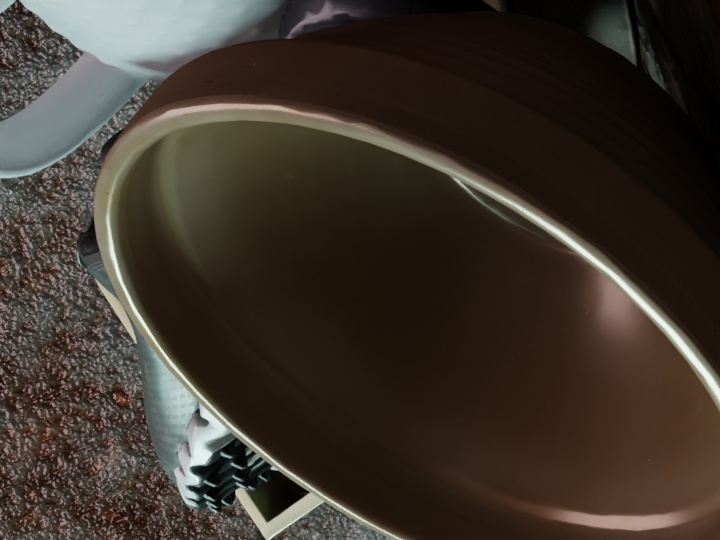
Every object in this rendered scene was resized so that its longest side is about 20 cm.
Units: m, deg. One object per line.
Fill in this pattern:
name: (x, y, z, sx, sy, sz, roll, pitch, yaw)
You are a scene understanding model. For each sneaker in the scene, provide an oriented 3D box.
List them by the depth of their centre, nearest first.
sneaker: (-0.055, 0.011, 0.784, 0.091, 0.066, 0.200, 50, 160, 22)

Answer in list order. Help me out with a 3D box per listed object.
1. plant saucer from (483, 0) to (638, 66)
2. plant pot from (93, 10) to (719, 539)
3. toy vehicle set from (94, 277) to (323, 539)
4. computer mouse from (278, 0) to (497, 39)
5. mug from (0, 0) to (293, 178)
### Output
plant saucer: (0.039, -0.140, 0.732, 0.200, 0.034, 0.200, 161, 90, -89)
plant pot: (0.035, -0.004, 0.622, 0.201, 0.093, 0.201, 25, 150, 15)
toy vehicle set: (0.000, 0.000, 0.845, 0.124, 0.200, 0.027, 55, -146, 5)
computer mouse: (0.024, -0.026, 0.738, 0.200, 0.140, 0.046, 50, -129, -33)
mug: (-0.071, -0.115, 0.732, 0.148, 0.200, 0.175, 39, 175, 20)
